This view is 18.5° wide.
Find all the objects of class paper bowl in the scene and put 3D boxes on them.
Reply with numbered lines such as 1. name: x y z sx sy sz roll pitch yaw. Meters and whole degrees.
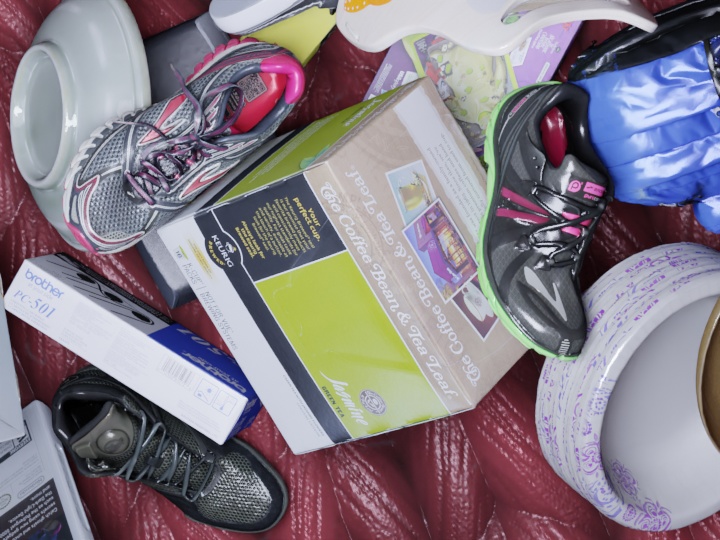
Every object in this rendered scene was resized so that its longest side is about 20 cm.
1. paper bowl: 0.212 0.076 1.577 0.200 0.104 0.201 -14 120 -26

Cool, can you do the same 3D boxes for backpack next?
1. backpack: 0.252 -0.110 1.556 0.199 0.163 0.168 -14 94 10

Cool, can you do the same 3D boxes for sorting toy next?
1. sorting toy: 0.108 -0.191 1.495 0.199 0.180 0.107 -10 121 -21

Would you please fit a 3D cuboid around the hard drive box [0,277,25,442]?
1. hard drive box: -0.358 0.061 1.678 0.200 0.077 0.157 -6 94 40

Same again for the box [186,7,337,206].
1. box: -0.080 -0.141 1.625 0.050 0.075 0.200 40 78 -3

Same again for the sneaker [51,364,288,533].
1. sneaker: -0.151 0.144 1.674 0.199 0.114 0.076 34 101 4

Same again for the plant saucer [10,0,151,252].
1. plant saucer: -0.217 -0.114 1.632 0.050 0.200 0.201 0 95 -30

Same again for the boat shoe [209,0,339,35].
1. boat shoe: -0.011 -0.217 1.577 0.200 0.070 0.066 -35 124 -2

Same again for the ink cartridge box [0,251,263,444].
1. ink cartridge box: -0.168 0.057 1.679 0.200 0.094 0.044 32 99 6

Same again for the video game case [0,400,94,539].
1. video game case: -0.297 0.222 1.697 0.200 0.023 0.182 -36 47 11

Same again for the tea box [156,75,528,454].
1. tea box: 0.000 0.000 1.563 0.196 0.134 0.200 -17 109 47

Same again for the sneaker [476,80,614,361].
1. sneaker: 0.127 -0.038 1.495 0.084 0.077 0.201 -25 63 51

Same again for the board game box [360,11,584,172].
1. board game box: 0.093 -0.173 1.648 0.120 0.032 0.200 30 99 10

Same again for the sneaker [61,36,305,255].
1. sneaker: -0.124 -0.090 1.528 0.200 0.075 0.081 -44 112 -10

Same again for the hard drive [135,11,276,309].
1. hard drive: -0.130 -0.085 1.683 0.134 0.042 0.201 -23 90 3

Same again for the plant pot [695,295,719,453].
1. plant pot: 0.307 0.047 1.544 0.027 0.200 0.201 37 103 49
